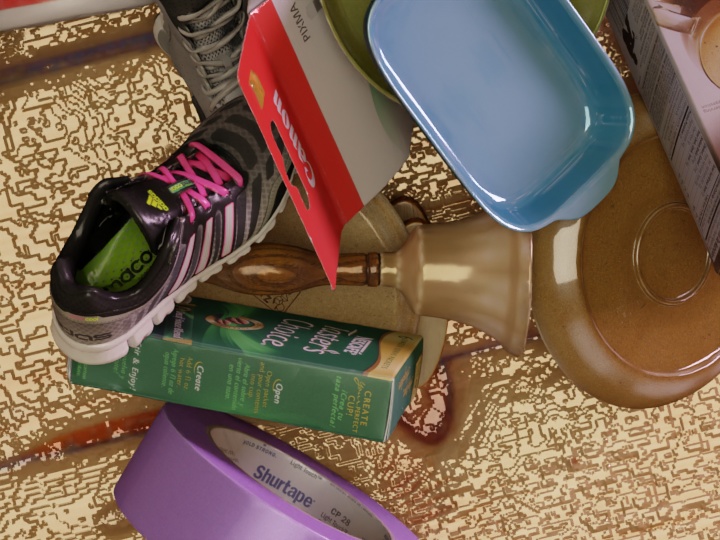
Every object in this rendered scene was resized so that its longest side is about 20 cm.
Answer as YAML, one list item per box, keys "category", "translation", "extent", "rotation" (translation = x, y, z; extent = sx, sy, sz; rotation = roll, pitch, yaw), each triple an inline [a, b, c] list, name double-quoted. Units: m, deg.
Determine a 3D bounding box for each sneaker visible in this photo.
- category: "sneaker"
  translation: [-0.079, -0.136, 1.533]
  extent: [0.075, 0.200, 0.116]
  rotation: [-24, 78, -6]
- category: "sneaker"
  translation: [-0.110, -0.033, 1.467]
  extent: [0.074, 0.087, 0.200]
  rotation: [41, 79, 18]

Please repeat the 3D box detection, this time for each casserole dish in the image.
- category: "casserole dish"
  translation: [0.078, -0.115, 1.481]
  extent: [0.121, 0.039, 0.200]
  rotation: [-43, 110, -14]

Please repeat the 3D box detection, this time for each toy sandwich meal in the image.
- category: "toy sandwich meal"
  translation: [-0.041, 0.006, 1.625]
  extent: [0.204, 0.070, 0.206]
  rotation: [2, 104, 10]

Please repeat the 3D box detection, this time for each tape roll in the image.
- category: "tape roll"
  translation: [-0.053, 0.161, 1.572]
  extent: [0.200, 0.200, 0.066]
  rotation: [31, 95, -2]

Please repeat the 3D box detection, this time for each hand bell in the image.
- category: "hand bell"
  translation: [0.000, 0.000, 1.539]
  extent: [0.199, 0.104, 0.105]
  rotation: [1, 96, -4]

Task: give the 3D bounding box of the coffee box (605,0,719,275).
- category: "coffee box"
  translation: [0.237, -0.111, 1.521]
  extent: [0.113, 0.080, 0.200]
  rotation: [-15, 64, -11]

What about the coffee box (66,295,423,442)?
- category: "coffee box"
  translation: [-0.067, 0.054, 1.543]
  extent: [0.199, 0.123, 0.044]
  rotation: [10, 102, 10]

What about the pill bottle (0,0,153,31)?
- category: "pill bottle"
  translation: [-0.198, -0.257, 1.574]
  extent: [0.113, 0.114, 0.201]
  rotation: [-10, 95, 3]

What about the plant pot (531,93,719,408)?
- category: "plant pot"
  translation: [0.190, -0.011, 1.578]
  extent: [0.200, 0.027, 0.201]
  rotation: [-4, 98, -33]

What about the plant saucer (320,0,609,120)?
- category: "plant saucer"
  translation: [0.059, -0.191, 1.502]
  extent: [0.199, 0.031, 0.201]
  rotation: [-3, 98, -23]

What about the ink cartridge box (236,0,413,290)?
- category: "ink cartridge box"
  translation: [-0.018, -0.112, 1.502]
  extent: [0.050, 0.200, 0.161]
  rotation: [-16, 124, 13]
